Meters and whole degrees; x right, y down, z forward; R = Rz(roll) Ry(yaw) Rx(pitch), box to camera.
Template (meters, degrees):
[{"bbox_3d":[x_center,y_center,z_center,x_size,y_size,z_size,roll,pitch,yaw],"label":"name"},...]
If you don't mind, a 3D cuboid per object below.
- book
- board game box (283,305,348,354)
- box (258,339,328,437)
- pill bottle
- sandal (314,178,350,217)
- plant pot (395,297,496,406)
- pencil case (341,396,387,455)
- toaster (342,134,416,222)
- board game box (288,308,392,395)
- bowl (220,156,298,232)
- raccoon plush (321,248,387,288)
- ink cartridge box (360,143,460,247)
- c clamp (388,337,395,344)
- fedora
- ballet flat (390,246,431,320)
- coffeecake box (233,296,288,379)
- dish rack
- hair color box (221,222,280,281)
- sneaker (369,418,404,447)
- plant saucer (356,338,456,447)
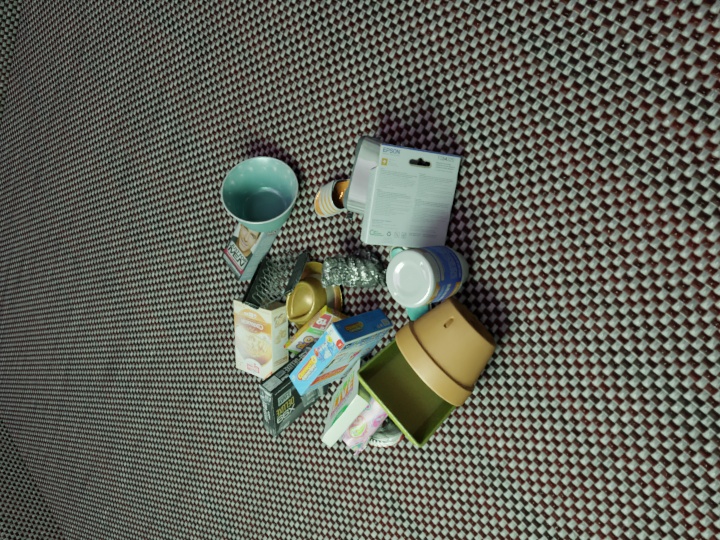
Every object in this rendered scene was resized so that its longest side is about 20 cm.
[{"bbox_3d":[-0.027,0.300,1.255,0.048,0.200,0.134,38,101,-5],"label":"book"},{"bbox_3d":[-0.110,0.170,1.408,0.199,0.094,0.031,-41,34,34],"label":"board game box"},{"bbox_3d":[-0.162,0.293,1.367,0.049,0.199,0.161,26,133,30],"label":"box"},{"bbox_3d":[0.147,0.008,1.126,0.110,0.198,0.116,4,97,36],"label":"pill bottle"},{"bbox_3d":[-0.047,-0.188,1.329,0.203,0.059,0.082,-14,87,36],"label":"sandal"},{"bbox_3d":[0.188,0.155,1.136,0.140,0.199,0.201,-46,70,14],"label":"plant pot"},{"bbox_3d":[0.030,0.326,1.267,0.087,0.087,0.201,42,96,23],"label":"pencil case"},{"bbox_3d":[0.044,-0.191,1.216,0.126,0.113,0.206,19,99,18],"label":"toaster"},{"bbox_3d":[-0.044,0.189,1.293,0.056,0.198,0.197,50,120,19],"label":"board game box"},{"bbox_3d":[-0.253,-0.181,1.422,0.201,0.199,0.106,46,162,21],"label":"bowl"},{"bbox_3d":[0.000,0.000,1.273,0.196,0.133,0.100,-1,95,36],"label":"raccoon plush"},{"bbox_3d":[0.105,-0.152,1.148,0.043,0.191,0.206,-146,62,-63],"label":"ink cartridge box"},{"bbox_3d":[0.086,0.244,1.311,0.168,0.027,0.205,27,112,31],"label":"c clamp"},{"bbox_3d":[-0.137,0.080,1.417,0.196,0.081,0.207,6,100,36],"label":"fedora"},{"bbox_3d":[0.122,0.025,1.232,0.066,0.062,0.205,-9,108,29],"label":"ballet flat"},{"bbox_3d":[-0.278,0.187,1.534,0.150,0.072,0.206,11,107,34],"label":"coffeecake box"},{"bbox_3d":[-0.217,0.015,1.430,0.198,0.054,0.156,-24,39,42],"label":"dish rack"},{"bbox_3d":[-0.307,-0.080,1.534,0.099,0.060,0.202,46,119,22],"label":"hair color box"},{"bbox_3d":[0.022,0.364,1.340,0.196,0.077,0.085,18,112,32],"label":"sneaker"},{"bbox_3d":[0.105,0.258,1.191,0.200,0.198,0.048,47,135,12],"label":"plant saucer"}]
